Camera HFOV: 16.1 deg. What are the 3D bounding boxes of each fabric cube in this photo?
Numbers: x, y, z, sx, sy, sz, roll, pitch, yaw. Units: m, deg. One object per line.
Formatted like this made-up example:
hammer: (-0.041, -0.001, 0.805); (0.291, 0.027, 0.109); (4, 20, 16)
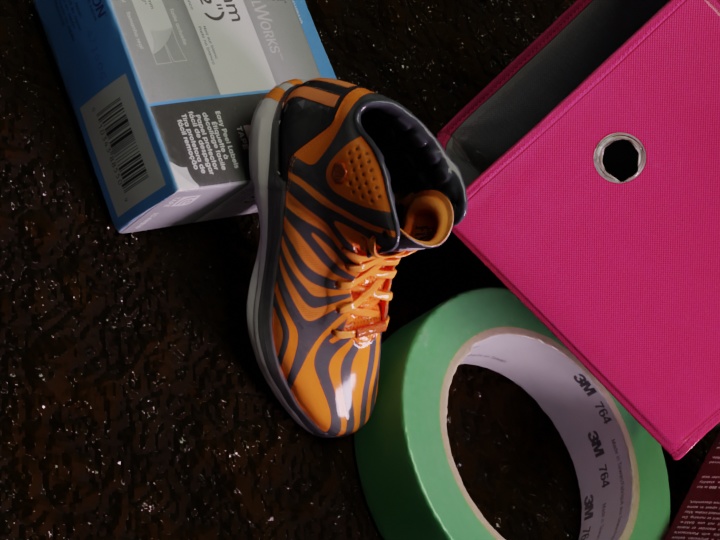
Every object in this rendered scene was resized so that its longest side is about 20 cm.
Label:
fabric cube: (0.178, -0.051, 1.464); (0.199, 0.196, 0.200); (45, 14, -11)

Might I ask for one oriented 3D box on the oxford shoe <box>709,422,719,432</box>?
oxford shoe: (0.272, 0.034, 1.531); (0.200, 0.071, 0.073); (-45, 99, -12)

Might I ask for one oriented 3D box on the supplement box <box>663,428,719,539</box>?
supplement box: (0.224, 0.179, 1.492); (0.200, 0.061, 0.109); (-55, 136, -45)

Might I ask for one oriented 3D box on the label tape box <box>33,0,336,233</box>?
label tape box: (-0.068, -0.108, 1.427); (0.200, 0.066, 0.144); (-11, 75, -42)

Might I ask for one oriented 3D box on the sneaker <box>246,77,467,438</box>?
sneaker: (0.000, 0.000, 1.347); (0.077, 0.112, 0.200); (-23, 113, -40)

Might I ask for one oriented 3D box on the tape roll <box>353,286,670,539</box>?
tape roll: (0.089, 0.109, 1.453); (0.200, 0.048, 0.201); (20, 56, -32)
